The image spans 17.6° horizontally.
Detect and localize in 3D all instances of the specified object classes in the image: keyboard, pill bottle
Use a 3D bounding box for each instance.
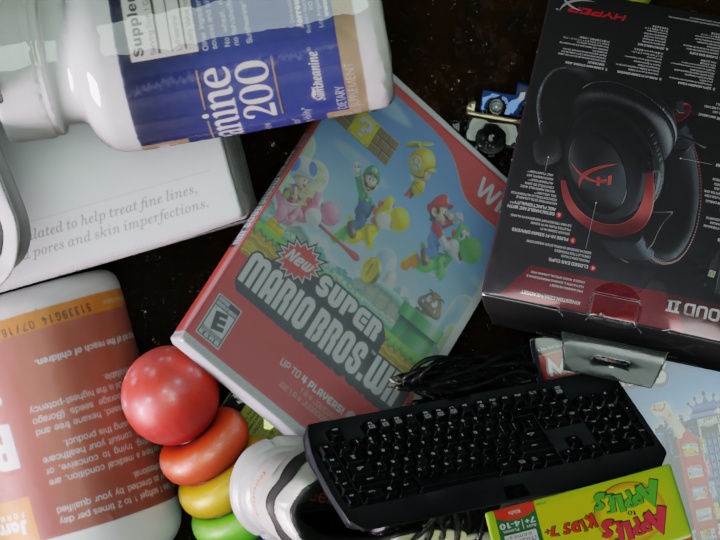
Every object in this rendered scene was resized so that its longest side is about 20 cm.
[{"bbox_3d":[0.062,0.076,1.230,0.198,0.104,0.040,-8,132,-29],"label":"keyboard"},{"bbox_3d":[-0.087,-0.121,1.181,0.198,0.111,0.112,-10,90,1],"label":"pill bottle"},{"bbox_3d":[-0.165,0.109,1.314,0.111,0.112,0.202,-16,89,2],"label":"pill bottle"}]

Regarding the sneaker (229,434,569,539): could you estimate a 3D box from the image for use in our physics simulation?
[{"bbox_3d":[0.033,0.131,1.251,0.198,0.080,0.074,2,95,-20],"label":"sneaker"}]

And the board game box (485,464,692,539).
[{"bbox_3d":[0.135,0.191,1.271,0.101,0.201,0.048,-15,50,1],"label":"board game box"}]

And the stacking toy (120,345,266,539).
[{"bbox_3d":[-0.066,0.125,1.296,0.085,0.085,0.201,-30,110,1],"label":"stacking toy"}]

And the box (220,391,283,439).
[{"bbox_3d":[0.016,0.112,1.340,0.199,0.050,0.076,34,91,2],"label":"box"}]

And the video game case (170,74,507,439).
[{"bbox_3d":[0.000,0.000,1.297,0.143,0.017,0.201,40,69,-22],"label":"video game case"}]

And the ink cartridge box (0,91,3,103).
[{"bbox_3d":[-0.274,-0.100,1.175,0.199,0.037,0.096,-17,90,32],"label":"ink cartridge box"}]

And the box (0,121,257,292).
[{"bbox_3d":[-0.177,-0.098,1.304,0.197,0.131,0.202,-15,90,2],"label":"box"}]

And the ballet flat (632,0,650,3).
[{"bbox_3d":[0.097,-0.227,1.331,0.067,0.067,0.201,-32,90,13],"label":"ballet flat"}]

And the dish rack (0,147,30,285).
[{"bbox_3d":[-0.257,-0.063,1.214,0.171,0.043,0.201,-25,85,29],"label":"dish rack"}]

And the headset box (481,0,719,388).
[{"bbox_3d":[0.155,-0.038,1.272,0.147,0.075,0.202,11,77,11],"label":"headset box"}]

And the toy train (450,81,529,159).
[{"bbox_3d":[0.151,-0.077,1.343,0.198,0.034,0.046,8,87,1],"label":"toy train"}]

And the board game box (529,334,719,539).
[{"bbox_3d":[0.202,0.068,1.329,0.198,0.062,0.202,-11,88,3],"label":"board game box"}]
